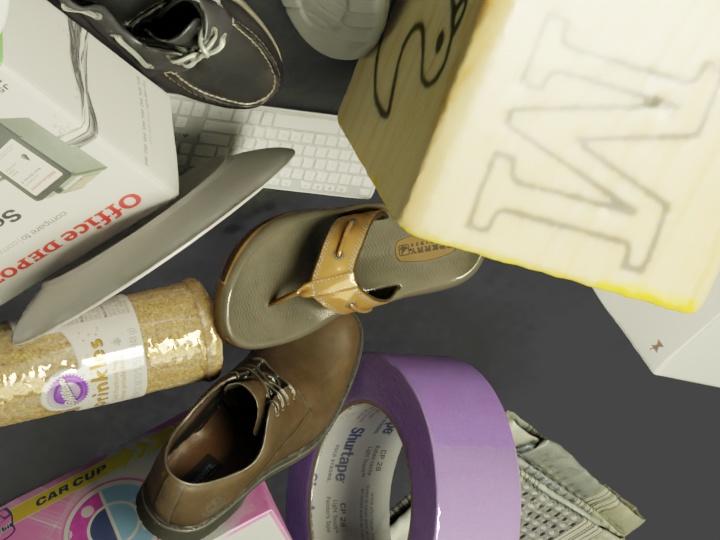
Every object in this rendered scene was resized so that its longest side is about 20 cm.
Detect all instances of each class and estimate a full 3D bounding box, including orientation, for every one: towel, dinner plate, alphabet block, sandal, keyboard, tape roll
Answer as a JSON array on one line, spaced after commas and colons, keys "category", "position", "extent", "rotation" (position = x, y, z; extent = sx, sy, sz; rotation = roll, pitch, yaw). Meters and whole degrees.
[{"category": "towel", "position": [0.090, 0.204, 2.016], "extent": [0.200, 0.035, 0.192], "rotation": [-42, 133, 11]}, {"category": "dinner plate", "position": [-0.126, -0.021, 1.624], "extent": [0.200, 0.200, 0.024], "rotation": [-34, 100, 5]}, {"category": "alphabet block", "position": [0.123, -0.118, 1.592], "extent": [0.196, 0.195, 0.200], "rotation": [16, 107, -17]}, {"category": "sandal", "position": [-0.009, -0.207, 1.589], "extent": [0.050, 0.082, 0.203], "rotation": [-39, 143, -32]}, {"category": "sandal", "position": [0.000, 0.000, 1.750], "extent": [0.200, 0.055, 0.082], "rotation": [-10, 102, -27]}, {"category": "keyboard", "position": [-0.071, -0.078, 1.708], "extent": [0.200, 0.011, 0.056], "rotation": [5, 126, -30]}, {"category": "tape roll", "position": [0.025, 0.154, 1.823], "extent": [0.065, 0.200, 0.200], "rotation": [5, 126, -30]}]

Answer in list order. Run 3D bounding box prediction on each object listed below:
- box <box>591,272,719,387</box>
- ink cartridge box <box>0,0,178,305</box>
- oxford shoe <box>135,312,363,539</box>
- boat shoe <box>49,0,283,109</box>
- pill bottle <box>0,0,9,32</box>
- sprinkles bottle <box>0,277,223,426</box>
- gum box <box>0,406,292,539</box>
[{"category": "box", "position": [0.235, 0.000, 1.802], "extent": [0.097, 0.125, 0.200], "rotation": [-43, 153, 21]}, {"category": "ink cartridge box", "position": [-0.218, -0.083, 1.557], "extent": [0.145, 0.084, 0.200], "rotation": [-30, 137, 23]}, {"category": "oxford shoe", "position": [-0.059, 0.085, 1.757], "extent": [0.200, 0.073, 0.084], "rotation": [-50, 170, -31]}, {"category": "boat shoe", "position": [-0.113, -0.136, 1.598], "extent": [0.073, 0.063, 0.200], "rotation": [-43, 133, 14]}, {"category": "pill bottle", "position": [-0.243, -0.185, 1.395], "extent": [0.119, 0.200, 0.120], "rotation": [-14, 133, -15]}, {"category": "sprinkles bottle", "position": [-0.188, 0.056, 1.726], "extent": [0.199, 0.068, 0.068], "rotation": [-13, 133, -17]}, {"category": "gum box", "position": [-0.152, 0.182, 1.820], "extent": [0.200, 0.114, 0.066], "rotation": [-28, 136, -2]}]
